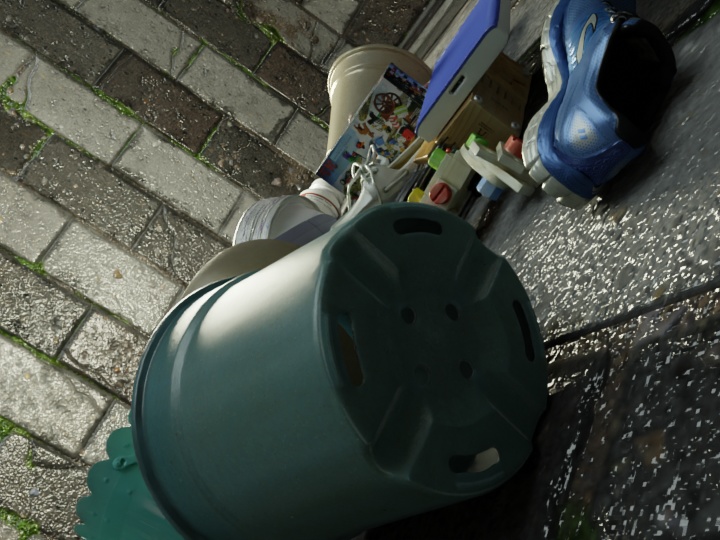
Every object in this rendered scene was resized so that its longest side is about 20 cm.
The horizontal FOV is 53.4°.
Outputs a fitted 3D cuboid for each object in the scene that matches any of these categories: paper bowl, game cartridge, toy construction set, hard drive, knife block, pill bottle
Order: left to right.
[{"bbox_3d":[-0.102,0.015,0.855,0.200,0.040,0.134,-39,-17,-37],"label":"game cartridge"},{"bbox_3d":[-0.092,-0.011,1.061,0.103,0.202,0.202,-5,40,28],"label":"paper bowl"},{"bbox_3d":[-0.109,-0.110,1.614,0.112,0.111,0.201,-45,16,51],"label":"pill bottle"},{"bbox_3d":[0.067,-0.049,0.626,0.200,0.092,0.131,-45,-10,24],"label":"toy construction set"},{"bbox_3d":[0.101,-0.130,0.782,0.176,0.064,0.201,-48,14,42],"label":"knife block"},{"bbox_3d":[0.115,-0.234,0.777,0.132,0.025,0.201,-52,11,34],"label":"hard drive"}]

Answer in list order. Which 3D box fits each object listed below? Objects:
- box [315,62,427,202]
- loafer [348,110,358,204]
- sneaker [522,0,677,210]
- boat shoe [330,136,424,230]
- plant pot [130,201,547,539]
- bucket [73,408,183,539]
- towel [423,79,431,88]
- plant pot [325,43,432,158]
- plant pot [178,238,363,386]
[{"bbox_3d":[0.041,-0.158,0.952,0.200,0.136,0.038,-47,12,48],"label":"box"},{"bbox_3d":[0.008,-0.150,1.081,0.072,0.062,0.202,-76,-7,-52],"label":"loafer"},{"bbox_3d":[0.170,-0.135,0.474,0.089,0.078,0.202,-33,34,51],"label":"sneaker"},{"bbox_3d":[0.027,-0.106,0.832,0.201,0.087,0.075,-37,22,-7],"label":"boat shoe"},{"bbox_3d":[-0.010,0.067,0.423,0.195,0.199,0.202,-32,26,51],"label":"plant pot"},{"bbox_3d":[-0.238,0.267,0.892,0.207,0.133,0.210,24,-90,-82],"label":"bucket"},{"bbox_3d":[0.119,-0.274,1.065,0.200,0.023,0.144,-48,-4,-23],"label":"towel"},{"bbox_3d":[0.025,-0.234,1.192,0.200,0.198,0.186,-44,28,53],"label":"plant pot"},{"bbox_3d":[-0.058,0.075,0.667,0.134,0.200,0.202,7,62,51],"label":"plant pot"}]
